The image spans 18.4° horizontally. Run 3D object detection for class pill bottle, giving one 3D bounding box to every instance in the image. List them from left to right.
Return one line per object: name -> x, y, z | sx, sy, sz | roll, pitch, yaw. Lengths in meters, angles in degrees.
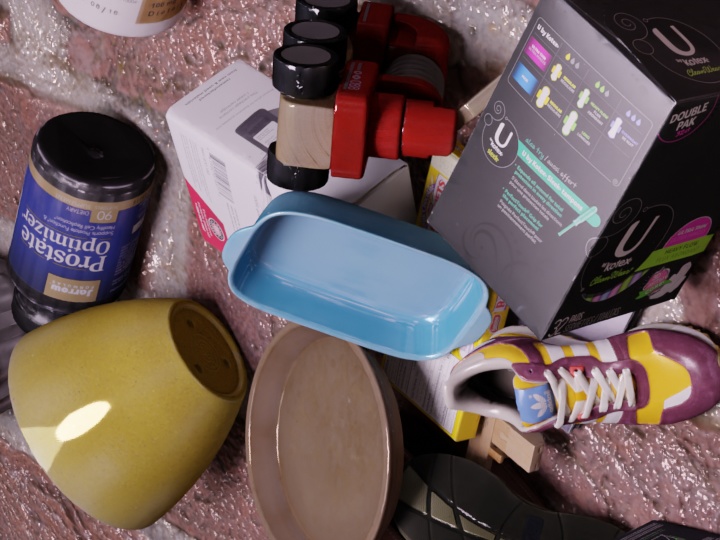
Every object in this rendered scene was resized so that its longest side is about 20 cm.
pill bottle -> -0.254, -0.033, 1.980 | 0.112, 0.112, 0.200 | 45, 135, 29
pill bottle -> -0.171, -0.295, 1.769 | 0.114, 0.114, 0.200 | 49, 137, 25

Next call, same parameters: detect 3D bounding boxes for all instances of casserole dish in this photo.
casserole dish -> 0.000, 0.000, 1.588 | 0.121, 0.200, 0.039 | 123, 162, -49

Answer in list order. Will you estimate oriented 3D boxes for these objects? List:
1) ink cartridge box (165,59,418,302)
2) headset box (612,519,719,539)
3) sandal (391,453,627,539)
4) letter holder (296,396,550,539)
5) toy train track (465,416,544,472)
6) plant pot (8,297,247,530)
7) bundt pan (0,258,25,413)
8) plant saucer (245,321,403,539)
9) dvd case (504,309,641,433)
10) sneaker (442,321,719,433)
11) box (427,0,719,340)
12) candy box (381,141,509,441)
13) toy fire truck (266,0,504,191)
ink cartridge box -> -0.046, -0.051, 1.714 | 0.200, 0.083, 0.145 | 34, 151, 36
headset box -> 0.255, 0.281, 1.518 | 0.200, 0.093, 0.175 | 9, 113, 47
sandal -> 0.112, 0.202, 1.637 | 0.201, 0.080, 0.057 | 23, 159, 13
letter holder -> 0.054, 0.200, 1.721 | 0.200, 0.100, 0.142 | 47, 134, 27
toy train track -> 0.081, 0.090, 1.696 | 0.200, 0.032, 0.115 | 39, 128, 43
plant pot -> -0.183, 0.102, 1.914 | 0.142, 0.200, 0.200 | -34, 77, 24
bundt pan -> -0.390, 0.058, 2.208 | 0.202, 0.076, 0.202 | 22, 121, 44
plant saucer -> -0.025, 0.134, 1.687 | 0.200, 0.029, 0.201 | 2, 92, 57
dvd case -> 0.140, 0.000, 1.599 | 0.149, 0.016, 0.200 | 48, 136, 27
sneaker -> 0.154, 0.082, 1.534 | 0.200, 0.090, 0.075 | -3, 108, 36
box -> 0.164, -0.078, 1.422 | 0.124, 0.148, 0.200 | 47, 130, 27
candy box -> 0.070, 0.016, 1.644 | 0.102, 0.026, 0.200 | 42, 128, 45
toy fire truck -> 0.043, -0.137, 1.578 | 0.199, 0.176, 0.129 | 7, 117, 4
